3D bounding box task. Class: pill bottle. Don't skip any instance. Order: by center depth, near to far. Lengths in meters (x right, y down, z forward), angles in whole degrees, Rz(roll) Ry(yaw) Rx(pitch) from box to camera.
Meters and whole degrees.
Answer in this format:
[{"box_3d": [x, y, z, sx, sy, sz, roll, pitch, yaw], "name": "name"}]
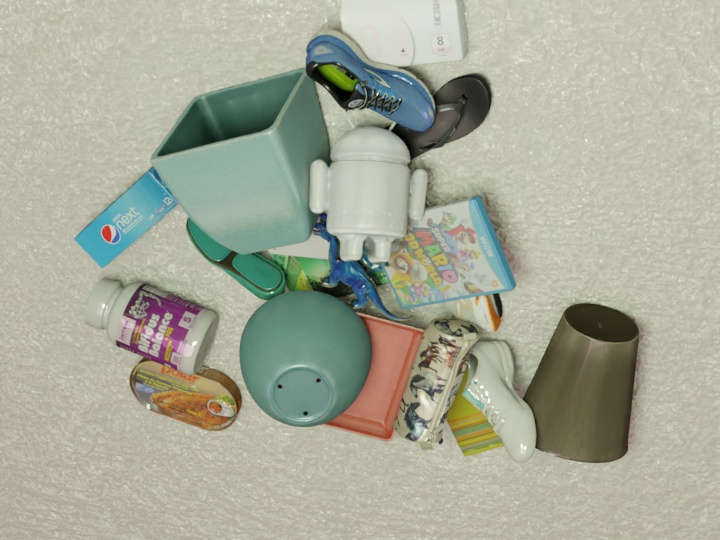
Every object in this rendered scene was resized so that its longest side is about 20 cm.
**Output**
[{"box_3d": [-0.343, 0.086, 1.762, 0.199, 0.112, 0.113, 21, 122, 4], "name": "pill bottle"}]

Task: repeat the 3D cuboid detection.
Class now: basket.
[{"box_3d": [0.334, 0.162, 1.598, 0.179, 0.136, 0.201, 11, 118, 3], "name": "basket"}]

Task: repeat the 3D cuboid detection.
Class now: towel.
[{"box_3d": [0.169, 0.208, 1.738, 0.086, 0.018, 0.201, -19, 111, 19], "name": "towel"}]

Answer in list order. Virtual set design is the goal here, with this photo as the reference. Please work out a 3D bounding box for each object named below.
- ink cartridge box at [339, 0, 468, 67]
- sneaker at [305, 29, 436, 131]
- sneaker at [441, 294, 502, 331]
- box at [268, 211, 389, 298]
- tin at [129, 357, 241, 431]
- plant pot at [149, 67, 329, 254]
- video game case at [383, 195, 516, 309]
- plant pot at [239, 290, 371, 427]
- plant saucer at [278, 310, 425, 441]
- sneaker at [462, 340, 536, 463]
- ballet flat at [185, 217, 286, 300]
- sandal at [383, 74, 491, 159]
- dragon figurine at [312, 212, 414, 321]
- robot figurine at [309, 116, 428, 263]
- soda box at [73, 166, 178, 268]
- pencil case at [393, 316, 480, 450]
[{"box_3d": [0.050, -0.372, 1.427, 0.161, 0.057, 0.201, -2, 123, 18], "name": "ink cartridge box"}, {"box_3d": [0.009, -0.236, 1.443, 0.199, 0.089, 0.079, 27, 135, -11], "name": "sneaker"}, {"box_3d": [0.140, 0.010, 1.602, 0.091, 0.076, 0.201, -9, 115, 26], "name": "sneaker"}, {"box_3d": [-0.038, -0.031, 1.652, 0.199, 0.036, 0.145, -17, 112, 25], "name": "box"}, {"box_3d": [-0.301, 0.208, 1.864, 0.199, 0.042, 0.112, 19, 126, 5], "name": "tin"}, {"box_3d": [-0.145, -0.139, 1.537, 0.195, 0.196, 0.201, -11, 121, 21], "name": "plant pot"}, {"box_3d": [0.112, -0.022, 1.545, 0.199, 0.018, 0.144, -12, 110, 39], "name": "video game case"}, {"box_3d": [-0.082, 0.147, 1.558, 0.199, 0.135, 0.201, 0, 111, 0], "name": "plant pot"}, {"box_3d": [-0.019, 0.149, 1.650, 0.199, 0.037, 0.201, 15, 111, -5], "name": "plant saucer"}, {"box_3d": [0.196, 0.197, 1.612, 0.088, 0.201, 0.075, 4, 142, -27], "name": "sneaker"}, {"box_3d": [-0.196, -0.016, 1.682, 0.200, 0.067, 0.071, 38, 161, 18], "name": "ballet flat"}, {"box_3d": [0.101, -0.200, 1.510, 0.200, 0.043, 0.076, -32, 106, 29], "name": "sandal"}, {"box_3d": [0.000, 0.000, 1.587, 0.200, 0.059, 0.100, 39, 136, 12], "name": "dragon figurine"}, {"box_3d": [0.012, -0.111, 1.494, 0.168, 0.113, 0.201, 3, 88, -16], "name": "robot figurine"}, {"box_3d": [-0.358, -0.090, 1.696, 0.200, 0.064, 0.068, -36, 104, 29], "name": "soda box"}, {"box_3d": [0.115, 0.164, 1.601, 0.089, 0.077, 0.201, 40, 119, 46], "name": "pencil case"}]
